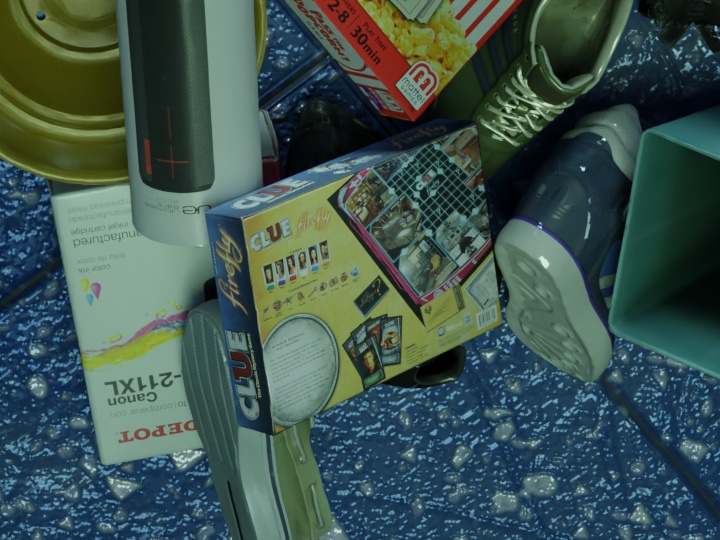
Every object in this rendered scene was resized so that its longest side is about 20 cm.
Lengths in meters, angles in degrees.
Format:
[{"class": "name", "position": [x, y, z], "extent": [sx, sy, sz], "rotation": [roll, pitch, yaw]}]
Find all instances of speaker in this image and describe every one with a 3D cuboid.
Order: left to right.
[{"class": "speaker", "position": [-0.099, -0.117, 1.411], "extent": [0.081, 0.081, 0.200], "rotation": [-5, 119, -7]}]

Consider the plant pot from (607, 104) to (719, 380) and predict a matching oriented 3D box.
[{"class": "plant pot", "position": [0.277, -0.028, 1.546], "extent": [0.200, 0.141, 0.141], "rotation": [-26, 132, -48]}]

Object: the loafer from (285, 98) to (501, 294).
[{"class": "loafer", "position": [0.027, -0.041, 1.574], "extent": [0.068, 0.070, 0.201], "rotation": [-20, 140, 32]}]

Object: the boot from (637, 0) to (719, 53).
[{"class": "boot", "position": [0.262, -0.229, 1.517], "extent": [0.162, 0.073, 0.198], "rotation": [7, 114, -7]}]

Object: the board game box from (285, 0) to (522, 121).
[{"class": "board game box", "position": [0.041, -0.213, 1.453], "extent": [0.200, 0.046, 0.152], "rotation": [-49, 118, -13]}]

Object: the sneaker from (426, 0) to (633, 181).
[{"class": "sneaker", "position": [0.107, -0.126, 1.529], "extent": [0.067, 0.090, 0.200], "rotation": [24, 112, -21]}]

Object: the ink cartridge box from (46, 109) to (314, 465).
[{"class": "ink cartridge box", "position": [-0.113, 0.012, 1.569], "extent": [0.146, 0.083, 0.200], "rotation": [-10, 118, -5]}]

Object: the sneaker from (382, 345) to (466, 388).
[{"class": "sneaker", "position": [0.007, 0.024, 1.552], "extent": [0.078, 0.070, 0.200], "rotation": [7, 165, 23]}]

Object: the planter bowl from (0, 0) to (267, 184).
[{"class": "planter bowl", "position": [-0.159, -0.159, 1.471], "extent": [0.200, 0.083, 0.201], "rotation": [-4, 118, -7]}]

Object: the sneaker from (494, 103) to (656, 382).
[{"class": "sneaker", "position": [0.159, -0.025, 1.599], "extent": [0.146, 0.081, 0.200], "rotation": [-53, 154, -16]}]

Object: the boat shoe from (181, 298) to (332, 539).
[{"class": "boat shoe", "position": [-0.064, 0.098, 1.547], "extent": [0.062, 0.072, 0.200], "rotation": [-27, 127, -25]}]

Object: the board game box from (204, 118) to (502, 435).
[{"class": "board game box", "position": [0.000, 0.000, 1.471], "extent": [0.200, 0.035, 0.136], "rotation": [-23, 113, -40]}]
